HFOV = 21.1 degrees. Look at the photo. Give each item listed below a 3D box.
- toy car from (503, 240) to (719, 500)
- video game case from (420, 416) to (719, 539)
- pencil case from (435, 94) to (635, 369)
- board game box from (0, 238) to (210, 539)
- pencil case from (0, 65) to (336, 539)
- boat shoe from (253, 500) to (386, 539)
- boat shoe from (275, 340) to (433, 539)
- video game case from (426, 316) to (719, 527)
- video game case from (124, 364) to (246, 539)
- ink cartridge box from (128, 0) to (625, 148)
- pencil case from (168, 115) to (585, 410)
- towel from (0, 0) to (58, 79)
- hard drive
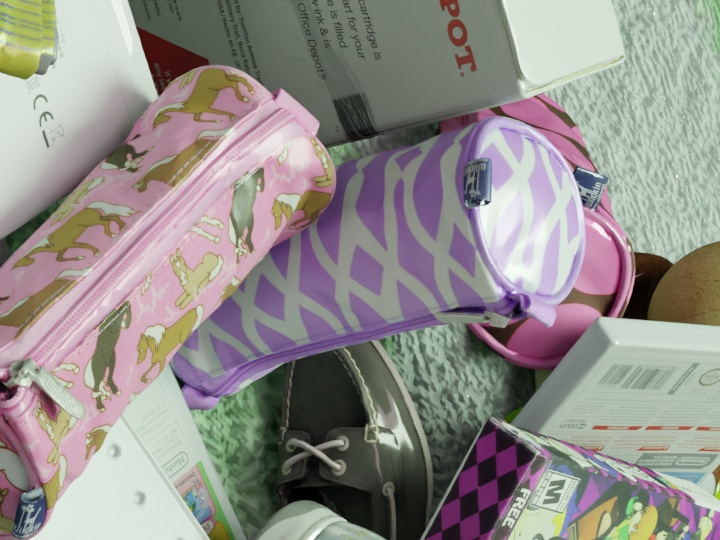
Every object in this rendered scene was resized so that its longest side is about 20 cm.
[{"bbox_3d":[0.187,0.049,0.986,0.164,0.200,0.158,15,63,-46],"label":"toy car"},{"bbox_3d":[0.068,0.173,0.860,0.181,0.036,0.200,22,98,-51],"label":"video game case"},{"bbox_3d":[0.075,-0.032,0.913,0.094,0.091,0.200,32,14,-11],"label":"pencil case"},{"bbox_3d":[-0.154,0.106,0.695,0.200,0.026,0.200,58,44,-20],"label":"board game box"},{"bbox_3d":[-0.090,0.006,0.697,0.200,0.086,0.083,-50,138,-39],"label":"pencil case"},{"bbox_3d":[-0.039,0.195,0.774,0.202,0.065,0.074,-66,152,-7],"label":"boat shoe"},{"bbox_3d":[-0.005,0.121,0.865,0.057,0.067,0.200,-15,97,-53],"label":"boat shoe"},{"bbox_3d":[0.105,0.099,0.904,0.143,0.200,0.018,5,42,-41],"label":"video game case"},{"bbox_3d":[-0.121,0.132,0.766,0.200,0.022,0.182,-37,110,-47],"label":"video game case"},{"bbox_3d":[-0.005,-0.129,0.813,0.084,0.200,0.145,-23,100,-48],"label":"ink cartridge box"},{"bbox_3d":[0.000,0.000,0.798,0.084,0.200,0.086,12,69,-46],"label":"pencil case"},{"bbox_3d":[-0.183,-0.145,0.626,0.200,0.023,0.144,13,62,-37],"label":"towel"},{"bbox_3d":[-0.155,-0.069,0.682,0.200,0.027,0.132,-41,124,-46],"label":"hard drive"}]
